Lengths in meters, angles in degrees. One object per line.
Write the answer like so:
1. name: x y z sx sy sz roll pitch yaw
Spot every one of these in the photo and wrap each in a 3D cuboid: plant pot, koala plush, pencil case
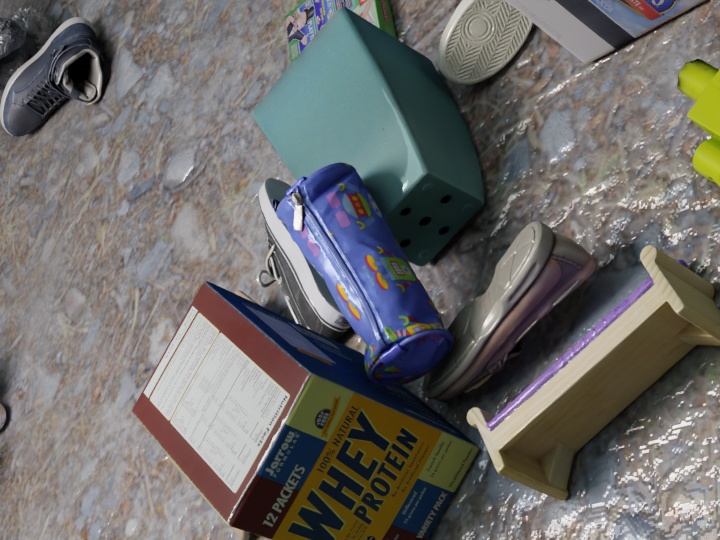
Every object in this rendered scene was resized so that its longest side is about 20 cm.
1. plant pot: 0.020 -0.112 1.291 0.141 0.141 0.201 -46 48 20
2. koala plush: -0.556 -0.327 2.060 0.184 0.200 0.178 40 111 19
3. pencil case: 0.000 0.000 1.158 0.078 0.087 0.201 -42 63 25

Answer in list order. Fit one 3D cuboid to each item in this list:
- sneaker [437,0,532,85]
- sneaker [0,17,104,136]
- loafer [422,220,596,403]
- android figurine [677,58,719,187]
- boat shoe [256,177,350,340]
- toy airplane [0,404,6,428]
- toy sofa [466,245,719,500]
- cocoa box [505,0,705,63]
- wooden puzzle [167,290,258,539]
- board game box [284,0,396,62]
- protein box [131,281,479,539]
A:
1. sneaker: 0.133 -0.272 1.316 0.201 0.075 0.085 -59 19 11
2. sneaker: -0.439 -0.253 1.959 0.203 0.077 0.146 -51 36 13
3. loafer: 0.120 0.047 1.135 0.201 0.062 0.072 -57 16 37
4. android figurine: 0.324 -0.135 1.024 0.183 0.041 0.200 -56 37 8
5. boat shoe: -0.064 -0.006 1.378 0.068 0.073 0.200 -48 55 27
6. toy airplane: -0.523 0.203 1.759 0.200 0.140 0.202 107 159 -62
7. toy sofa: 0.176 0.070 1.041 0.200 0.082 0.098 -45 42 22
8. cocoa box: 0.181 -0.295 1.157 0.131 0.199 0.134 -24 51 38
9. wooden puzzle: -0.113 0.142 1.377 0.185 0.037 0.201 33 102 53
10. board game box: -0.021 -0.244 1.503 0.134 0.029 0.201 -35 45 30
11. protein box: -0.049 0.135 1.169 0.200 0.198 0.136 35 96 52
